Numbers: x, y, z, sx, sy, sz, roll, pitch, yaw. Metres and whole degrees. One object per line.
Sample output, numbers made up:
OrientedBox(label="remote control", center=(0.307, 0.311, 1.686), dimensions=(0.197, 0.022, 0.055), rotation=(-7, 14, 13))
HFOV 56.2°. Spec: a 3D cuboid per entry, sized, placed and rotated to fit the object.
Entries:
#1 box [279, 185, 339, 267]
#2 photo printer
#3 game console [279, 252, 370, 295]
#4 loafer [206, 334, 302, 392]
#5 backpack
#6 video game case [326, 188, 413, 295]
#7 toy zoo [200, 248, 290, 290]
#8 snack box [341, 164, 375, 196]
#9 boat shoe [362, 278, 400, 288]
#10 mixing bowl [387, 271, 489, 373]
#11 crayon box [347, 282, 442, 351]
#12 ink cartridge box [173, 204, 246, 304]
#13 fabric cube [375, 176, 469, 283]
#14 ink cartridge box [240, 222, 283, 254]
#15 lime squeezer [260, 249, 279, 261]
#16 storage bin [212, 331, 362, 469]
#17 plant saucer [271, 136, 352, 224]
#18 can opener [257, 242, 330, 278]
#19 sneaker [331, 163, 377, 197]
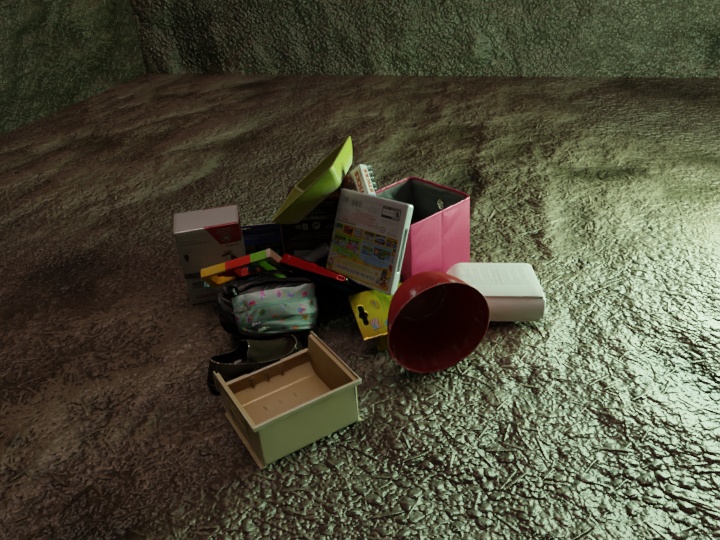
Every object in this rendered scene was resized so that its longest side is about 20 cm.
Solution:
OrientedBox(label="box", center=(-0.099, -0.097, 1.644), dimensions=(0.163, 0.167, 0.201), rotation=(-3, 29, 3))
OrientedBox(label="photo printer", center=(0.273, 0.043, 1.416), dimensions=(0.196, 0.071, 0.167), rotation=(0, 27, 0))
OrientedBox(label="game console", center=(-0.066, 0.021, 1.439), dimensions=(0.175, 0.031, 0.200), rotation=(22, -5, 27))
OrientedBox(label="loafer", center=(-0.201, 0.166, 1.290), dimensions=(0.198, 0.072, 0.073), rotation=(-22, 33, -27))
OrientedBox(label="backpack", center=(-0.186, 0.071, 1.385), dimensions=(0.196, 0.129, 0.167), rotation=(-6, 9, -6))
OrientedBox(label="video game case", center=(0.015, -0.063, 1.399), dimensions=(0.198, 0.185, 0.023), rotation=(19, 11, 42))
OrientedBox(label="toy zoo", center=(-0.254, 0.009, 1.464), dimensions=(0.197, 0.131, 0.021), rotation=(-16, 67, 15))
OrientedBox(label="snack box", center=(0.011, -0.121, 1.439), dimensions=(0.024, 0.203, 0.072), rotation=(1, -26, -44))
OrientedBox(label="boat shoe", center=(0.000, 0.000, 1.479), dimensions=(0.064, 0.073, 0.199), rotation=(8, 10, -44))
OrientedBox(label="mixing bowl", center=(0.128, 0.078, 1.248), dimensions=(0.197, 0.203, 0.109), rotation=(-11, 35, -11))
OrientedBox(label="crayon box", center=(0.083, 0.088, 1.373), dimensions=(0.196, 0.051, 0.128), rotation=(-11, 46, -11))
OrientedBox(label="ink cartridge box", center=(-0.333, -0.034, 1.532), dimensions=(0.144, 0.203, 0.083), rotation=(-10, 37, -8))
OrientedBox(label="fabric cube", center=(0.119, -0.071, 1.526), dimensions=(0.198, 0.202, 0.195), rotation=(-26, 34, -32))
OrientedBox(label="ink cartridge box", center=(-0.283, -0.069, 1.647), dimensions=(0.194, 0.048, 0.200), rotation=(-6, -5, -3))
OrientedBox(label="lime squeezer", center=(-0.225, -0.015, 1.519), dimensions=(0.070, 0.038, 0.200), rotation=(-27, 1, 4))
OrientedBox(label="storage bin", center=(-0.128, 0.214, 1.171), dimensions=(0.198, 0.095, 0.198), rotation=(-21, 33, -25))
OrientedBox(label="plant saucer", center=(-0.095, -0.192, 1.509), dimensions=(0.199, 0.048, 0.201), rotation=(-38, 17, 28))
OrientedBox(label="can opener", center=(-0.153, -0.007, 1.540), dimensions=(0.198, 0.053, 0.067), rotation=(-28, 66, 5))
OrientedBox(label="sneaker", center=(-0.018, -0.207, 1.596), dimensions=(0.089, 0.071, 0.200), rotation=(-13, 8, 13))
